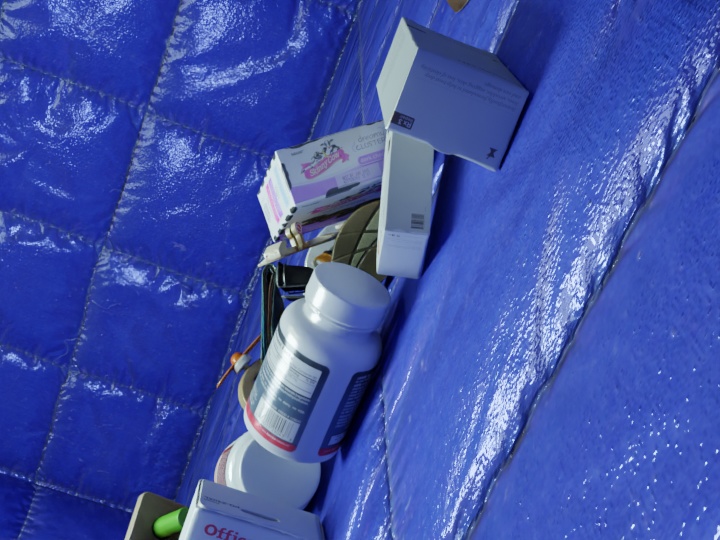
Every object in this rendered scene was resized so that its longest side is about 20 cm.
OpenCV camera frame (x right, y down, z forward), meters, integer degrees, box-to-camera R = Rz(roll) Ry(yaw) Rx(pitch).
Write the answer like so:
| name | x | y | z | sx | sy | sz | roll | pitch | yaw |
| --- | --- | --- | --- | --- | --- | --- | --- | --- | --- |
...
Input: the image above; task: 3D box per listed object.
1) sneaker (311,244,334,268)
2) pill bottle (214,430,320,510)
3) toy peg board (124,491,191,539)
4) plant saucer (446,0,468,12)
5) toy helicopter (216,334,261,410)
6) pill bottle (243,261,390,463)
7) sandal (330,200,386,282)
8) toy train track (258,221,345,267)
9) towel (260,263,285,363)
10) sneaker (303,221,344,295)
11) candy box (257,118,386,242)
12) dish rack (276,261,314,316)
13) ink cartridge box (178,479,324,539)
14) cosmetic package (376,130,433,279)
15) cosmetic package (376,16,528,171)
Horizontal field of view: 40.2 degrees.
| name | x | y | z | sx | sy | sz | roll | pitch | yaw |
| --- | --- | --- | --- | --- | --- | --- | --- | --- | --- |
| sneaker | -0.015 | -0.005 | 1.302 | 0.077 | 0.078 | 0.200 | -41 | 1 | -5 |
| pill bottle | -0.114 | 0.250 | 1.205 | 0.200 | 0.113 | 0.115 | 135 | 153 | -70 |
| toy peg board | -0.187 | 0.385 | 1.165 | 0.098 | 0.199 | 0.201 | -33 | 36 | 50 |
| plant saucer | 0.150 | -0.444 | 1.299 | 0.200 | 0.034 | 0.202 | -160 | 90 | -80 |
| toy helicopter | -0.141 | 0.140 | 1.519 | 0.079 | 0.131 | 0.201 | 120 | 166 | -48 |
| pill bottle | -0.043 | 0.099 | 1.081 | 0.120 | 0.118 | 0.201 | -91 | 23 | -64 |
| sandal | 0.000 | 0.000 | 1.179 | 0.054 | 0.079 | 0.202 | -73 | 1 | -62 |
| toy train track | -0.060 | -0.046 | 1.217 | 0.114 | 0.033 | 0.200 | -21 | 0 | 29 |
| towel | -0.108 | 0.101 | 1.325 | 0.201 | 0.021 | 0.148 | 81 | -175 | -59 |
| sneaker | -0.050 | 0.017 | 1.451 | 0.089 | 0.074 | 0.202 | -57 | -14 | -80 |
| candy box | -0.030 | -0.111 | 1.217 | 0.200 | 0.166 | 0.072 | 137 | 113 | -75 |
| dish rack | -0.075 | 0.093 | 1.268 | 0.153 | 0.054 | 0.203 | 74 | -166 | -85 |
| ink cartridge box | -0.137 | 0.345 | 1.056 | 0.083 | 0.144 | 0.202 | -120 | 49 | -79 |
| cosmetic package | 0.049 | -0.099 | 1.041 | 0.083 | 0.050 | 0.202 | 95 | 180 | -57 |
| cosmetic package | 0.080 | -0.172 | 0.933 | 0.200 | 0.112 | 0.082 | -100 | 31 | -69 |
